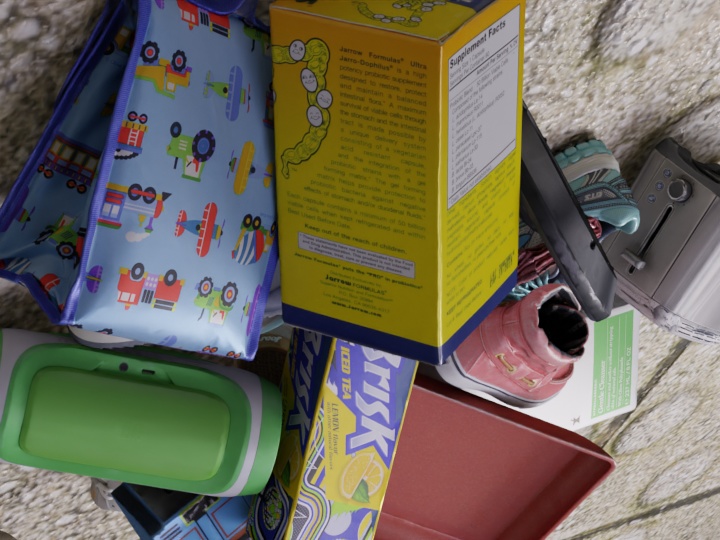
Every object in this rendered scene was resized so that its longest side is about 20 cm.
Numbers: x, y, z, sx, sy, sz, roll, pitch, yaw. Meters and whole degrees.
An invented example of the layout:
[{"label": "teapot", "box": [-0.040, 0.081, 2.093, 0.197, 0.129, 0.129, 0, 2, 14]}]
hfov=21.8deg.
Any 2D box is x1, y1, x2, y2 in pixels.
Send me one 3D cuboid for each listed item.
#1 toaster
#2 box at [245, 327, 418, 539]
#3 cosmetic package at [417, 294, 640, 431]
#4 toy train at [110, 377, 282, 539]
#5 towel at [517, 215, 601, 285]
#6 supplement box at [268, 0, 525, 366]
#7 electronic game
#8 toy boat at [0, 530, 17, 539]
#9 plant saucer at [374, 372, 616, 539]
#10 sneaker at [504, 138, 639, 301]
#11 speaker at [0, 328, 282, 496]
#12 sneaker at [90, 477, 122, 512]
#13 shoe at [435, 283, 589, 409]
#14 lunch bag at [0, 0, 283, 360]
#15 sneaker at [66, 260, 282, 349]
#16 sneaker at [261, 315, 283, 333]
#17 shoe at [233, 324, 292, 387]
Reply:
[{"label": "toaster", "box": [0.278, -0.019, 1.536, 0.129, 0.114, 0.200, -55, 149, 12]}, {"label": "box", "box": [-0.015, 0.096, 1.239, 0.070, 0.064, 0.201, 8, 103, -28]}, {"label": "cosmetic package", "box": [0.132, 0.082, 1.559, 0.199, 0.085, 0.108, -18, 117, -33]}, {"label": "toy train", "box": [-0.072, 0.148, 1.312, 0.200, 0.087, 0.115, -37, 130, -14]}, {"label": "towel", "box": [0.067, 0.016, 1.356, 0.199, 0.023, 0.144, -25, 180, 28]}, {"label": "supplement box", "box": [0.023, -0.067, 1.068, 0.109, 0.109, 0.201, -41, 138, -49]}, {"label": "electronic game", "box": [0.109, -0.057, 1.201, 0.041, 0.201, 0.200, -28, 155, 8]}, {"label": "toy boat", "box": [-0.294, 0.249, 1.262, 0.130, 0.131, 0.200, -40, 154, 13]}, {"label": "plant saucer", "box": [0.066, 0.159, 1.465, 0.199, 0.037, 0.200, 21, 134, -17]}, {"label": "sneaker", "box": [0.127, -0.009, 1.434, 0.200, 0.086, 0.078, -43, 153, 19]}, {"label": "speaker", "box": [-0.155, 0.091, 1.200, 0.199, 0.089, 0.089, 11, 137, -17]}, {"label": "sneaker", "box": [-0.172, 0.143, 1.372, 0.092, 0.076, 0.200, -34, 154, 10]}, {"label": "shoe", "box": [0.137, 0.058, 1.404, 0.091, 0.072, 0.200, -15, 165, 28]}, {"label": "lunch bag", "box": [-0.101, -0.065, 1.044, 0.150, 0.094, 0.201, 15, 101, -50]}, {"label": "sneaker", "box": [-0.092, -0.013, 1.164, 0.199, 0.070, 0.082, -16, 131, -9]}, {"label": "sneaker", "box": [0.000, 0.000, 1.286, 0.200, 0.074, 0.082, -33, 113, 0]}, {"label": "shoe", "box": [-0.063, 0.108, 1.406, 0.070, 0.054, 0.201, -2, 132, -5]}]
